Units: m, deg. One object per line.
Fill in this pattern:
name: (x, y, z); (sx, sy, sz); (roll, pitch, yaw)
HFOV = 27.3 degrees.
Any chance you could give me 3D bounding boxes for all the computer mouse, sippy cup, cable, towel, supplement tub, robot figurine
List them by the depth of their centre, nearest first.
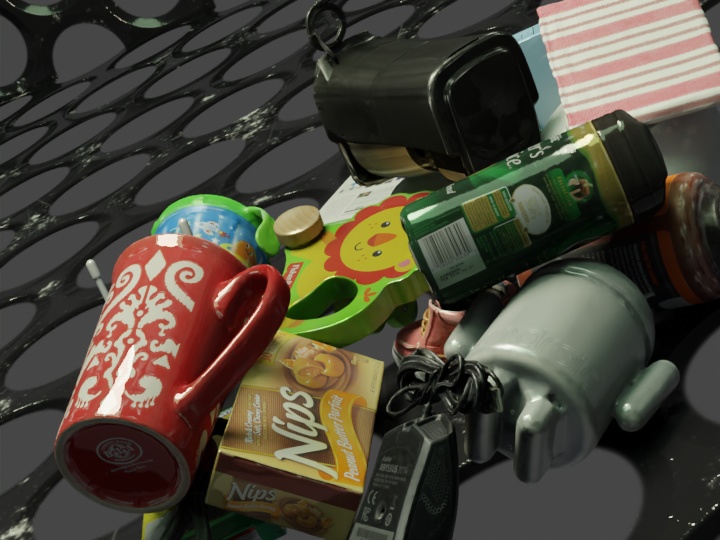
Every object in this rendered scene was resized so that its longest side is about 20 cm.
computer mouse: (0.043, 0.157, 1.025); (0.138, 0.053, 0.201); (4, 73, 68)
robot figurine: (0.148, 0.067, 1.101); (0.169, 0.113, 0.200); (23, 46, 21)
cable: (-0.132, 0.184, 1.187); (0.097, 0.051, 0.200); (-19, 34, -6)
supplement tub: (0.232, -0.018, 1.202); (0.199, 0.107, 0.107); (-13, 26, 35)
towel: (0.243, -0.193, 1.331); (0.146, 0.030, 0.201); (-15, 44, 9)
sippy cup: (-0.172, 0.008, 1.623); (0.139, 0.178, 0.131); (16, 37, -6)

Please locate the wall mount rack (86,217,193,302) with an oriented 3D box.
wall mount rack: (-0.204, 0.054, 1.528); (0.199, 0.075, 0.174); (-22, 59, 16)

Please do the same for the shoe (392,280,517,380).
shoe: (0.082, 0.046, 1.260); (0.071, 0.091, 0.200); (-38, 23, -24)

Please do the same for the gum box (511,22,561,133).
gum box: (0.229, -0.173, 1.464); (0.199, 0.170, 0.045); (-22, 18, 14)

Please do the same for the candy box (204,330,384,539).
candy box: (-0.049, 0.128, 1.205); (0.115, 0.056, 0.200); (16, 28, -2)

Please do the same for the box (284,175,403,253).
box: (0.019, -0.074, 1.689); (0.144, 0.036, 0.200); (-11, 26, 38)

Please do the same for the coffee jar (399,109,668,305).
coffee jar: (0.134, -0.049, 1.127); (0.199, 0.086, 0.104); (-24, -3, 7)

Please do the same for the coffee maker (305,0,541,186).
coffee maker: (0.050, -0.164, 1.382); (0.200, 0.192, 0.135); (7, 60, 55)

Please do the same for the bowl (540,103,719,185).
bowl: (0.241, -0.117, 1.344); (0.200, 0.091, 0.202); (-14, 46, 15)

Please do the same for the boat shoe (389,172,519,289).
boat shoe: (0.094, -0.037, 1.427); (0.073, 0.062, 0.200); (-44, 36, -6)

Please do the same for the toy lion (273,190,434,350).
toy lion: (0.000, 0.000, 1.350); (0.191, 0.069, 0.200); (-5, 37, 26)

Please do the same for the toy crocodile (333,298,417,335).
toy crocodile: (0.037, 0.005, 1.449); (0.067, 0.062, 0.200); (-7, 29, 43)

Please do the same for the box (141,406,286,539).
box: (-0.126, 0.182, 1.272); (0.117, 0.049, 0.200); (-26, 24, 6)

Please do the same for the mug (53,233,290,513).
mug: (-0.154, 0.070, 1.175); (0.178, 0.133, 0.200); (-54, 13, 40)
